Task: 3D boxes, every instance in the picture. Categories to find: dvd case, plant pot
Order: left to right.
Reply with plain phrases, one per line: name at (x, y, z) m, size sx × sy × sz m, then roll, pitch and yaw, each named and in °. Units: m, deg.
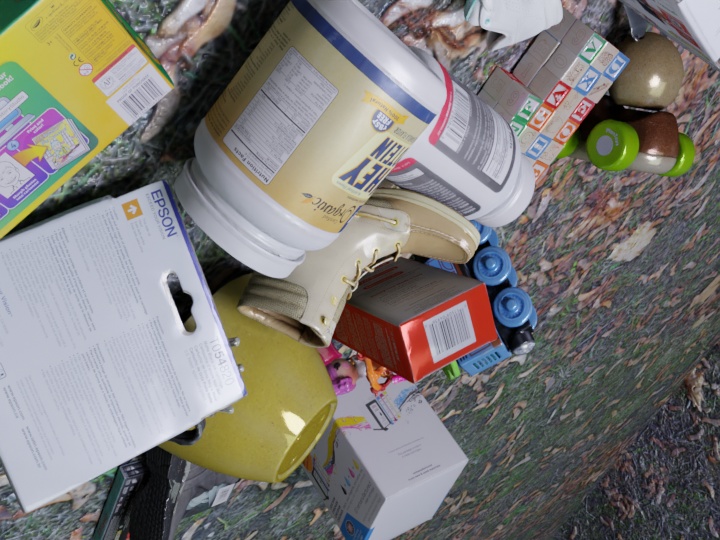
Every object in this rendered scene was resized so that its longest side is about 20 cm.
dvd case at (-0.233, 0.275, 1.085) m, size 0.197 × 0.022 × 0.148 m, roll -9°, pitch 137°, yaw -42°
plant pot at (-0.107, 0.127, 0.854) m, size 0.201 × 0.141 × 0.201 m, roll -49°, pitch 164°, yaw -20°

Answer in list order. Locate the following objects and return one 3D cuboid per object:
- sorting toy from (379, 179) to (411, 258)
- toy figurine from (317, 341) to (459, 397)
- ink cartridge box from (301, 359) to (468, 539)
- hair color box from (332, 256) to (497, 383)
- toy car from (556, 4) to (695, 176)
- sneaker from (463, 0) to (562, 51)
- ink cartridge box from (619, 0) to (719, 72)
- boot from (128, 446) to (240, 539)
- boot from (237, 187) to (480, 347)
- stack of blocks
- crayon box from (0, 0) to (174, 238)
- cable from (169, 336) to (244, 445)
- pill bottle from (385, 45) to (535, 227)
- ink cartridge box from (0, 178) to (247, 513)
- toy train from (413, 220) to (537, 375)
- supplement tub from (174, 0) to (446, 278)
sorting toy at (0.001, -0.057, 0.912) m, size 0.186 × 0.037 × 0.198 m, roll -51°, pitch 145°, yaw 16°
toy figurine at (0.008, 0.110, 1.017) m, size 0.181 × 0.200 × 0.152 m, roll -26°, pitch 106°, yaw -2°
ink cartridge box at (0.015, 0.240, 1.149) m, size 0.142 × 0.201 × 0.149 m, roll -15°, pitch 143°, yaw -33°
hair color box at (0.037, 0.040, 0.849) m, size 0.100 × 0.199 × 0.062 m, roll -24°, pitch 110°, yaw -20°
toy car at (0.313, -0.222, 0.996) m, size 0.162 × 0.156 × 0.205 m, roll -2°, pitch 106°, yaw -42°
sneaker at (0.125, -0.259, 0.756) m, size 0.088 × 0.076 × 0.200 m, roll -32°, pitch 153°, yaw 8°
ink cartridge box at (0.251, -0.280, 0.736) m, size 0.084 × 0.201 × 0.174 m, roll -50°, pitch 149°, yaw 17°
boot at (-0.195, 0.261, 1.013) m, size 0.130 × 0.069 × 0.204 m, roll 0°, pitch 113°, yaw -49°
boot at (0.000, 0.000, 0.767) m, size 0.073 × 0.196 × 0.158 m, roll 102°, pitch 5°, yaw -64°
stack of blocks at (0.188, -0.179, 0.929) m, size 0.114 × 0.059 × 0.201 m, roll 11°, pitch 122°, yaw -47°
crayon box at (-0.232, -0.103, 0.543) m, size 0.199 × 0.058 × 0.119 m, roll -41°, pitch 150°, yaw -1°
cable at (-0.203, 0.095, 0.750) m, size 0.050 × 0.195 × 0.099 m, roll -82°, pitch 180°, yaw -76°
pill bottle at (0.083, -0.115, 0.804) m, size 0.111 × 0.111 × 0.198 m, roll -48°, pitch 136°, yaw 15°
ink cartridge box at (-0.212, 0.054, 0.675) m, size 0.197 × 0.040 × 0.204 m, roll -24°, pitch 105°, yaw -23°
toy train at (0.131, 0.019, 1.009) m, size 0.113 × 0.203 × 0.087 m, roll -27°, pitch 158°, yaw 8°
supplement tub at (-0.042, -0.109, 0.672) m, size 0.201 × 0.145 × 0.143 m, roll -49°, pitch 150°, yaw 15°
